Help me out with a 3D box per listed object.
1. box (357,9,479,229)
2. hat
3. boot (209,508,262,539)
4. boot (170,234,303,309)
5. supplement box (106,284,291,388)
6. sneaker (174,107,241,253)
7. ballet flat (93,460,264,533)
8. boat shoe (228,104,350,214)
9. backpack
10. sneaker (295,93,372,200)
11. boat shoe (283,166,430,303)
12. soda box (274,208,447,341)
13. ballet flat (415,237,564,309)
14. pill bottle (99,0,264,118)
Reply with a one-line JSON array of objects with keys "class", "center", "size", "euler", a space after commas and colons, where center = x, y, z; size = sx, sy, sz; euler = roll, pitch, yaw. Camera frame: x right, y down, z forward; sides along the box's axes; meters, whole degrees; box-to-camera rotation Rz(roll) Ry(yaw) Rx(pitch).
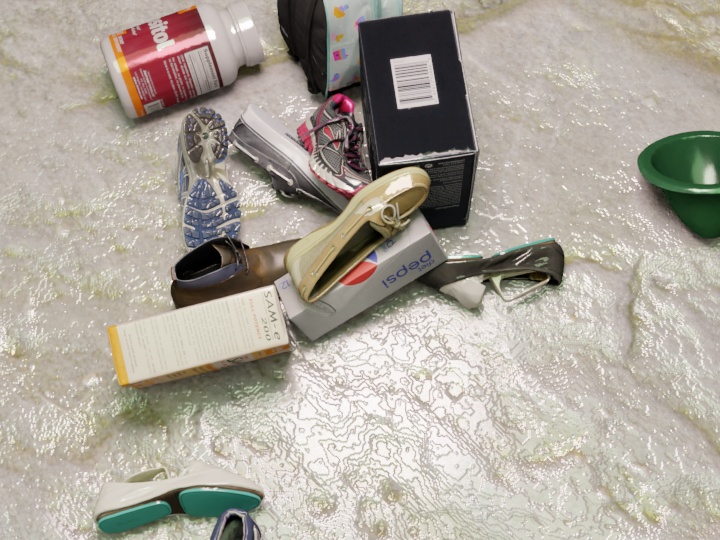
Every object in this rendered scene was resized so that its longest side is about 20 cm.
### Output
[{"class": "box", "center": [0.068, -0.179, 1.370], "size": [0.123, 0.197, 0.201], "euler": [-8, 68, 0]}, {"class": "hat", "center": [0.442, -0.058, 1.403], "size": [0.164, 0.177, 0.200], "euler": [-9, 30, 1]}, {"class": "boot", "center": [-0.156, 0.364, 1.212], "size": [0.072, 0.090, 0.201], "euler": [6, 68, 5]}, {"class": "boot", "center": [-0.141, -0.003, 1.359], "size": [0.199, 0.097, 0.075], "euler": [-23, 69, -7]}, {"class": "supplement box", "center": [-0.185, 0.082, 1.305], "size": [0.199, 0.126, 0.074], "euler": [-14, 83, -3]}, {"class": "sneaker", "center": [-0.202, -0.104, 1.422], "size": [0.077, 0.085, 0.202], "euler": [1, 87, -23]}, {"class": "ballet flat", "center": [-0.212, 0.253, 1.280], "size": [0.198, 0.070, 0.070], "euler": [-10, 67, -1]}, {"class": "boat shoe", "center": [-0.087, -0.127, 1.428], "size": [0.200, 0.072, 0.068], "euler": [40, 108, 2]}, {"class": "backpack", "center": [-0.029, -0.350, 1.431], "size": [0.152, 0.200, 0.176], "euler": [-22, 57, -7]}, {"class": "sneaker", "center": [-0.024, -0.153, 1.381], "size": [0.075, 0.080, 0.200], "euler": [-47, 39, 18]}, {"class": "boat shoe", "center": [0.003, -0.041, 1.271], "size": [0.200, 0.073, 0.063], "euler": [-34, 57, 8]}, {"class": "soda box", "center": [0.000, 0.000, 1.335], "size": [0.199, 0.068, 0.064], "euler": [-31, 53, 6]}, {"class": "ballet flat", "center": [0.158, 0.007, 1.362], "size": [0.198, 0.068, 0.069], "euler": [-9, 76, -1]}, {"class": "pill bottle", "center": [-0.235, -0.287, 1.472], "size": [0.199, 0.113, 0.114], "euler": [-21, 68, -7]}]
